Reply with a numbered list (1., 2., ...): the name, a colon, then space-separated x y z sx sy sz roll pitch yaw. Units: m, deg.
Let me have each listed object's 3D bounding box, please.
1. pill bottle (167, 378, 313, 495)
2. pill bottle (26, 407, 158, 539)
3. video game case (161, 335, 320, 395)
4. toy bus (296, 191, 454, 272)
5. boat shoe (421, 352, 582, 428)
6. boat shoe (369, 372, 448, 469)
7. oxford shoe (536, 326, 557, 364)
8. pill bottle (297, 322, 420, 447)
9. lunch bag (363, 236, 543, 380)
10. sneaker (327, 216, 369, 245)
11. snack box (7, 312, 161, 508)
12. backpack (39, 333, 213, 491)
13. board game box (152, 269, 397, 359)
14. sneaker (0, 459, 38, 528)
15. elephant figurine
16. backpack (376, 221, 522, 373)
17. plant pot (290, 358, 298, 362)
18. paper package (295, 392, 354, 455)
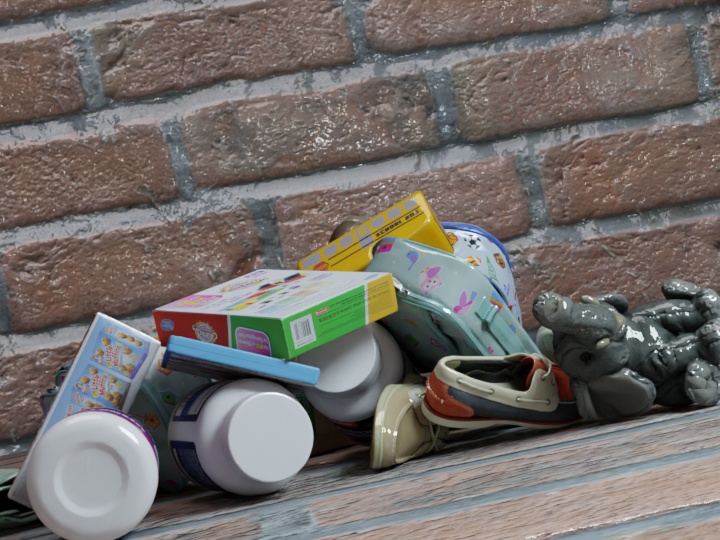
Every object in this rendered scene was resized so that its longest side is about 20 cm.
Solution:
1. pill bottle: -0.113 0.160 1.438 0.111 0.112 0.200 -11 -2 -20
2. pill bottle: -0.239 0.181 1.354 0.112 0.113 0.200 -11 -2 -8
3. video game case: -0.122 0.096 1.468 0.143 0.018 0.200 14 -10 -7
4. toy bus: 0.000 0.000 1.623 0.200 0.065 0.078 -30 40 6
5. boat shoe: 0.155 0.112 1.466 0.199 0.063 0.071 0 34 -24
6. boat shoe: 0.056 0.149 1.482 0.065 0.072 0.200 10 11 14
7. oxford shoe: 0.274 0.082 1.627 0.199 0.058 0.075 15 -29 -27
8. pill bottle: -0.001 0.115 1.592 0.111 0.112 0.200 -12 -21 10
9. lunch bag: 0.094 0.053 1.537 0.160 0.077 0.200 24 -18 46
10. sneaker: -0.032 0.033 1.737 0.070 0.201 0.076 19 33 12
11. snack box: -0.271 0.146 1.474 0.072 0.201 0.024 27 -12 -11
12. backpack: -0.242 0.163 1.635 0.200 0.176 0.153 -14 13 45
13. board game box: -0.086 0.040 1.488 0.153 0.040 0.200 -22 16 -41
14. sneaker: -0.407 0.239 1.573 0.200 0.074 0.118 -9 -9 -5
15. elephant figurine: 0.240 0.072 1.431 0.199 0.156 0.142 -2 19 -10
16. backpack: 0.099 0.028 1.728 0.199 0.154 0.191 -5 -37 7
17. plant pot: 0.004 0.134 2.117 0.199 0.201 0.175 -12 -18 12
18. paper package: -0.115 0.177 1.797 0.199 0.104 0.190 -9 -3 -38
